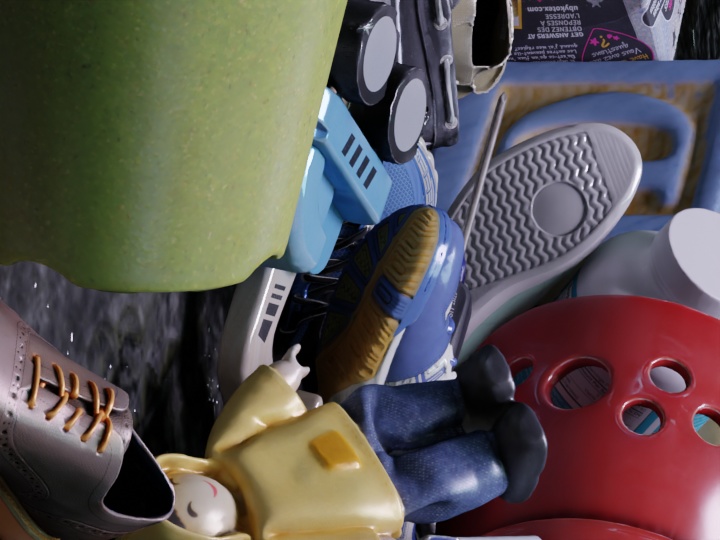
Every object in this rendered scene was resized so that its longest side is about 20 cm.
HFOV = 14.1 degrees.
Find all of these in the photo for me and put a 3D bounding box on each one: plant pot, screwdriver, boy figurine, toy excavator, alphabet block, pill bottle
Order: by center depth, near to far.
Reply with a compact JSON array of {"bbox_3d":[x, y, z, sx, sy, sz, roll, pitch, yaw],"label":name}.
[{"bbox_3d":[-0.084,-0.098,1.091,0.200,0.200,0.184,-47,147,-65],"label":"plant pot"},{"bbox_3d":[-0.022,0.089,1.309,0.124,0.200,0.064,65,-26,26],"label":"boy figurine"},{"bbox_3d":[-0.044,-0.015,1.369,0.194,0.100,0.200,57,51,-62],"label":"toy excavator"},{"bbox_3d":[0.133,0.141,1.511,0.183,0.200,0.201,-74,157,-47],"label":"plant pot"},{"bbox_3d":[0.052,-0.021,1.541,0.028,0.029,0.200,79,17,-50],"label":"screwdriver"},{"bbox_3d":[0.149,0.053,1.632,0.200,0.111,0.111,-52,-169,40],"label":"pill bottle"},{"bbox_3d":[0.149,0.004,1.793,0.196,0.195,0.200,-66,152,-49],"label":"alphabet block"}]

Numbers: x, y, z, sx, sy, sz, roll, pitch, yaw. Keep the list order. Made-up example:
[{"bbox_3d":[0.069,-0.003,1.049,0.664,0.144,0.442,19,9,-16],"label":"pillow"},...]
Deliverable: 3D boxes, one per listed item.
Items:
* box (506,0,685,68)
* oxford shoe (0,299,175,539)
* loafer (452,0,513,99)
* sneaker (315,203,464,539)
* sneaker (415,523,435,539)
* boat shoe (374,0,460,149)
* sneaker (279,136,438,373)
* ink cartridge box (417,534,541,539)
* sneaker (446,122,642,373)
[{"bbox_3d":[0.144,-0.220,1.869,0.115,0.132,0.200,70,27,-45],"label":"box"},{"bbox_3d":[-0.126,0.045,1.102,0.200,0.073,0.071,59,36,-59],"label":"oxford shoe"},{"bbox_3d":[0.059,-0.139,1.703,0.200,0.068,0.076,8,82,-73],"label":"loafer"},{"bbox_3d":[0.022,0.062,1.455,0.075,0.088,0.200,-117,-136,-62],"label":"sneaker"},{"bbox_3d":[0.062,0.189,1.638,0.099,0.078,0.200,-30,115,-47],"label":"sneaker"},{"bbox_3d":[0.031,-0.161,1.574,0.072,0.068,0.200,-121,-150,-73],"label":"boat shoe"},{"bbox_3d":[0.000,0.000,1.503,0.089,0.078,0.200,-71,155,-51],"label":"sneaker"},{"bbox_3d":[-0.008,0.192,1.317,0.043,0.196,0.200,54,11,13],"label":"ink cartridge box"},{"bbox_3d":[0.081,-0.010,1.635,0.074,0.200,0.118,50,12,9],"label":"sneaker"}]
